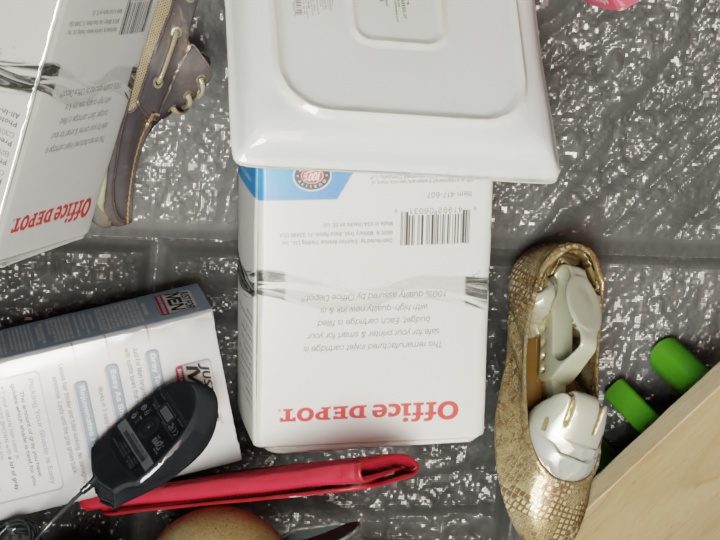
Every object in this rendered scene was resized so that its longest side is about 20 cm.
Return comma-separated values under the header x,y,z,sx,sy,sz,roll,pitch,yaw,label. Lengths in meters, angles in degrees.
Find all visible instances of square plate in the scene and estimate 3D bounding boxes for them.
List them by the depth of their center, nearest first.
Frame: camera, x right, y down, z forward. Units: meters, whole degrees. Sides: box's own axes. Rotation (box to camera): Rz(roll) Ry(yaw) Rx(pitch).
x,y,z,sx,sy,sz,roll,pitch,yaw,label
0.018,-0.149,1.306,0.197,0.028,0.201,3,65,-17,square plate

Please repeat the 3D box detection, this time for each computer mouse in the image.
x,y,z,sx,sy,sz,roll,pitch,yaw,label
-0.158,0.139,1.310,0.200,0.059,0.034,-40,129,2,computer mouse

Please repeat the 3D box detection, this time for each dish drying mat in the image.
x,y,z,sx,sy,sz,roll,pitch,yaw,label
-0.068,0.129,1.344,0.199,0.077,0.018,-10,88,29,dish drying mat

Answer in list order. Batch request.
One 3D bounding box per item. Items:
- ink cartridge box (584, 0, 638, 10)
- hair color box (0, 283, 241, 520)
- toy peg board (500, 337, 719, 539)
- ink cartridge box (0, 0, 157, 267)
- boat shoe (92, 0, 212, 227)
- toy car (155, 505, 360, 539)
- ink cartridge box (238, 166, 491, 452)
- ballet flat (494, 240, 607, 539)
x,y,z,sx,sy,sz,roll,pitch,yaw,label
0.156,-0.280,1.337,0.146,0.083,0.201,-32,109,-3,ink cartridge box
-0.180,0.084,1.349,0.199,0.061,0.100,-13,108,-9,hair color box
0.209,0.158,1.474,0.200,0.098,0.199,-42,125,1,toy peg board
-0.181,-0.116,1.213,0.084,0.146,0.201,21,102,11,ink cartridge box
-0.122,-0.120,1.322,0.073,0.075,0.201,6,104,-14,boat shoe
-0.084,0.207,1.336,0.199,0.164,0.158,-29,87,-6,toy car
0.000,0.000,1.367,0.145,0.084,0.201,-1,106,-13,ink cartridge box
0.121,0.070,1.378,0.070,0.065,0.201,10,65,-25,ballet flat
